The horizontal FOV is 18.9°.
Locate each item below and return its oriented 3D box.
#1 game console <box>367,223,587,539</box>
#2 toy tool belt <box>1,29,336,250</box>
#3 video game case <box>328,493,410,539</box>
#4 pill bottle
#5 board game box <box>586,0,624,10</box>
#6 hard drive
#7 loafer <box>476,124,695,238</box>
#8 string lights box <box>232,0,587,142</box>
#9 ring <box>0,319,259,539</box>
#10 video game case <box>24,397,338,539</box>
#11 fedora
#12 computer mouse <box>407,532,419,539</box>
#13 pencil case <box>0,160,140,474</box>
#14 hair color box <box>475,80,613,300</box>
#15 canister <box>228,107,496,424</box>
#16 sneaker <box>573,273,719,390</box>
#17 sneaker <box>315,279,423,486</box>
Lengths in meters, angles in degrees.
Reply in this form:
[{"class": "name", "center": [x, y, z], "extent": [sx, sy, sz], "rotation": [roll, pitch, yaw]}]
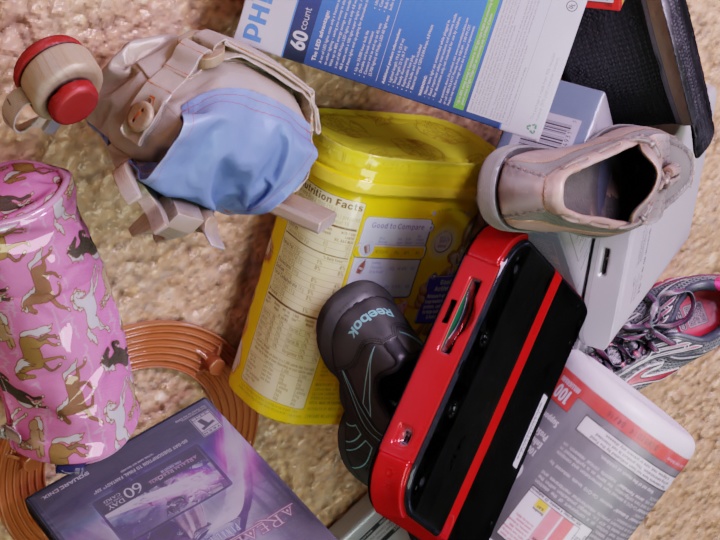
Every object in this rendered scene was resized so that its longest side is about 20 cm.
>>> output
[{"class": "game console", "center": [0.078, 0.081, 1.404], "extent": [0.201, 0.031, 0.177], "rotation": [-65, 154, -9]}, {"class": "toy tool belt", "center": [-0.103, -0.075, 1.293], "extent": [0.200, 0.123, 0.125], "rotation": [6, 131, -51]}, {"class": "video game case", "center": [-0.001, 0.269, 1.687], "extent": [0.200, 0.023, 0.182], "rotation": [-43, 133, -7]}, {"class": "pill bottle", "center": [0.132, 0.165, 1.517], "extent": [0.116, 0.116, 0.200], "rotation": [33, 96, -43]}, {"class": "board game box", "center": [0.092, -0.265, 1.332], "extent": [0.046, 0.151, 0.201], "rotation": [-61, 153, -52]}, {"class": "hard drive", "center": [0.208, -0.043, 1.557], "extent": [0.200, 0.027, 0.132], "rotation": [-43, 146, -56]}, {"class": "loafer", "center": [0.157, -0.052, 1.363], "extent": [0.200, 0.063, 0.072], "rotation": [-9, 101, -46]}, {"class": "string lights box", "center": [0.032, -0.163, 1.331], "extent": [0.199, 0.059, 0.103], "rotation": [19, 111, 1]}, {"class": "ring", "center": [-0.155, 0.126, 1.487], "extent": [0.200, 0.019, 0.201], "rotation": [-19, 127, -27]}, {"class": "video game case", "center": [-0.113, 0.168, 1.392], "extent": [0.143, 0.200, 0.019], "rotation": [-29, 128, -17]}, {"class": "fedora", "center": [0.176, -0.166, 1.467], "extent": [0.091, 0.201, 0.201], "rotation": [-14, 132, 11]}, {"class": "computer mouse", "center": [0.087, 0.190, 1.600], "extent": [0.138, 0.053, 0.200], "rotation": [-31, 96, 11]}, {"class": "pencil case", "center": [-0.198, 0.028, 1.344], "extent": [0.087, 0.083, 0.201], "rotation": [-51, 140, -45]}, {"class": "hair color box", "center": [0.137, -0.044, 1.489], "extent": [0.200, 0.060, 0.099], "rotation": [60, 50, -64]}, {"class": "canister", "center": [0.000, 0.000, 1.467], "extent": [0.148, 0.087, 0.201], "rotation": [1, 116, -38]}, {"class": "sneaker", "center": [0.198, 0.050, 1.601], "extent": [0.200, 0.075, 0.081], "rotation": [-28, 90, -22]}, {"class": "sneaker", "center": [0.024, 0.099, 1.436], "extent": [0.075, 0.079, 0.200], "rotation": [-35, 135, -14]}]
